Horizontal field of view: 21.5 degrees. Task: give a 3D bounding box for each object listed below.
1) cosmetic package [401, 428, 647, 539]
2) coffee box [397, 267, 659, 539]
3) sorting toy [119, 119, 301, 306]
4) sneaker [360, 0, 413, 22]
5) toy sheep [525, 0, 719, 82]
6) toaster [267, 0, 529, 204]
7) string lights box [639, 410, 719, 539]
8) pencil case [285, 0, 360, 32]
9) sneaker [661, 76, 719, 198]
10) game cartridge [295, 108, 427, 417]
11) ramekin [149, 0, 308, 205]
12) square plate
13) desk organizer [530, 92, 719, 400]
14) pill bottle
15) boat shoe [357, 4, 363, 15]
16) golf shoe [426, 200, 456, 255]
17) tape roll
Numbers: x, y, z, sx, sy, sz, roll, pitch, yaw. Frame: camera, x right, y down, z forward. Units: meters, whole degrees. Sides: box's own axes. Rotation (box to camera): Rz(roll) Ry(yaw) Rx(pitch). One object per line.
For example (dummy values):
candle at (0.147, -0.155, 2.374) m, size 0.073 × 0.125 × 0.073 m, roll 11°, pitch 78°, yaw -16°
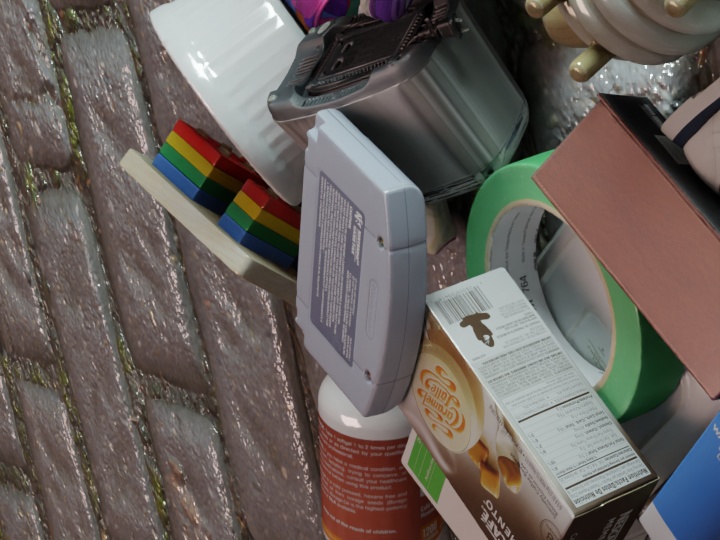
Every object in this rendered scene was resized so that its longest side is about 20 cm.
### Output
cosmetic package at (0.128, 0.180, 1.517) m, size 0.200 × 0.084 × 0.108 m, roll 51°, pitch 143°, yaw 34°
coffee box at (0.112, 0.115, 1.358) m, size 0.201 × 0.079 × 0.115 m, roll 56°, pitch 149°, yaw 27°
sorting toy at (-0.082, -0.041, 1.671) m, size 0.200 × 0.198 × 0.070 m, roll 40°, pitch 97°, yaw 40°
sneaker at (0.075, -0.238, 1.320) m, size 0.083 × 0.081 × 0.200 m, roll 46°, pitch 120°, yaw -1°
toy sheep at (0.183, -0.192, 1.166) m, size 0.199 × 0.137 × 0.139 m, roll -26°, pitch 84°, yaw 50°
toaster at (0.037, -0.127, 1.422) m, size 0.199 × 0.114 × 0.129 m, roll -14°, pitch 128°, yaw 42°
string lights box at (0.268, 0.118, 1.222) m, size 0.059 × 0.102 × 0.201 m, roll 56°, pitch 147°, yaw 25°
pencil case at (-0.052, -0.279, 1.569) m, size 0.201 × 0.088 × 0.089 m, roll 55°, pitch 147°, yaw 24°
sneaker at (0.262, -0.102, 1.152) m, size 0.081 × 0.076 × 0.200 m, roll 58°, pitch 157°, yaw 8°
game cartridge at (0.000, 0.000, 1.377) m, size 0.133 × 0.041 × 0.202 m, roll 52°, pitch 146°, yaw 45°
ramekin at (-0.077, -0.162, 1.574) m, size 0.201 × 0.097 × 0.201 m, roll 53°, pitch -175°, yaw -7°
square plate at (0.184, 0.057, 1.408) m, size 0.201 × 0.028 × 0.199 m, roll 60°, pitch 149°, yaw 20°
desk organizer at (0.208, -0.017, 1.236) m, size 0.077 × 0.071 × 0.201 m, roll -48°, pitch 66°, yaw 26°
pill bottle at (0.019, 0.147, 1.657) m, size 0.112 × 0.111 × 0.202 m, roll 34°, pitch 134°, yaw 47°
boat shoe at (0.050, -0.219, 1.443) m, size 0.057 × 0.068 × 0.201 m, roll 54°, pitch 144°, yaw 27°
golf shoe at (0.015, -0.051, 1.596) m, size 0.092 × 0.075 × 0.200 m, roll 59°, pitch 162°, yaw -14°
tape roll at (0.152, 0.015, 1.363) m, size 0.200 × 0.048 × 0.202 m, roll 36°, pitch 136°, yaw 45°
